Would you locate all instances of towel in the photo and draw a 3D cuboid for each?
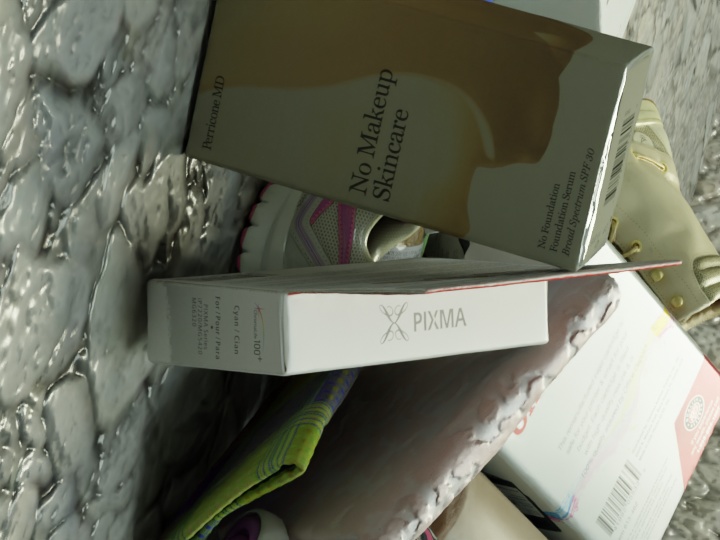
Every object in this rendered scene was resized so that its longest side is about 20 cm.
[{"bbox_3d":[0.029,0.080,1.471,0.200,0.032,0.191,-48,-163,-22],"label":"towel"},{"bbox_3d":[-0.038,0.084,1.468,0.144,0.023,0.200,-42,-174,33],"label":"towel"}]

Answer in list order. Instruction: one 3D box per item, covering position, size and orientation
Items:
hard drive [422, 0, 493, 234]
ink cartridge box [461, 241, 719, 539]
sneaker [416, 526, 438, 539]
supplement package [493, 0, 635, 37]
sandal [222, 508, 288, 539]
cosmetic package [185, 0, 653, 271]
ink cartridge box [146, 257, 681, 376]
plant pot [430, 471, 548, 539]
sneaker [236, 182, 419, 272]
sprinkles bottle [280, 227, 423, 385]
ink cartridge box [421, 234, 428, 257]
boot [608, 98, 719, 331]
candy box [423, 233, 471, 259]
[{"bbox_3d":[0.043,-0.123,1.475,0.132,0.025,0.201,-11,88,-66],"label":"hard drive"},{"bbox_3d":[0.121,0.075,1.646,0.200,0.083,0.146,46,66,-44],"label":"ink cartridge box"},{"bbox_3d":[-0.034,0.202,1.477,0.081,0.200,0.075,50,20,-23],"label":"sneaker"},{"bbox_3d":[0.112,-0.211,1.715,0.200,0.117,0.117,79,30,-63],"label":"supplement package"},{"bbox_3d":[-0.107,0.206,1.412,0.203,0.050,0.082,-60,-162,-13],"label":"sandal"},{"bbox_3d":[0.027,-0.079,1.307,0.071,0.199,0.106,-34,137,-70],"label":"cosmetic package"},{"bbox_3d":[0.027,0.021,1.326,0.199,0.176,0.045,-5,96,-48],"label":"ink cartridge box"},{"bbox_3d":[0.038,0.193,1.593,0.174,0.199,0.200,65,36,-35],"label":"plant pot"},{"bbox_3d":[0.005,-0.062,1.490,0.081,0.088,0.201,59,48,-74],"label":"sneaker"},{"bbox_3d":[0.000,0.000,1.593,0.068,0.068,0.201,-40,144,-69],"label":"sprinkles bottle"},{"bbox_3d":[0.021,0.083,1.767,0.200,0.048,0.146,111,4,-53],"label":"ink cartridge box"},{"bbox_3d":[0.145,-0.020,1.738,0.199,0.156,0.073,-13,162,-44],"label":"boot"},{"bbox_3d":[0.093,0.048,1.852,0.200,0.071,0.168,-109,-161,-49],"label":"candy box"}]
